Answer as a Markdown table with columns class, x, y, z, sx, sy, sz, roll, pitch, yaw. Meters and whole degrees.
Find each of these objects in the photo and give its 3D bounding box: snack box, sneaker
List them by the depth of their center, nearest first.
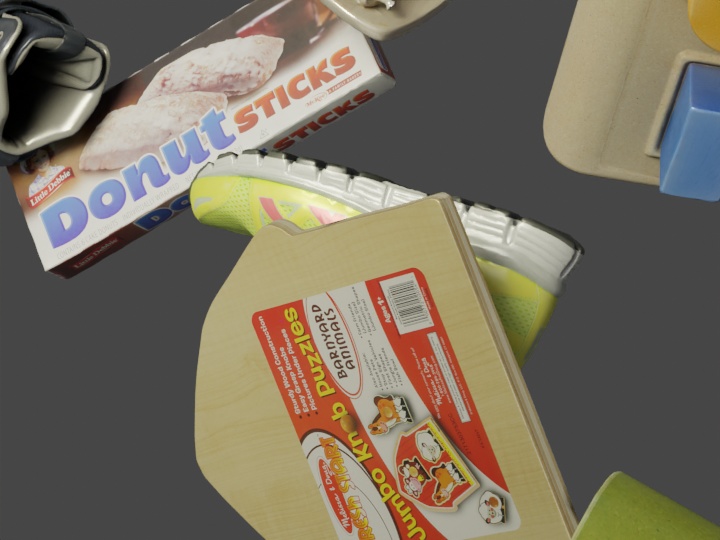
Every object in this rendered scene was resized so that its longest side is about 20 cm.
| class | x | y | z | sx | sy | sz | roll | pitch | yaw |
| --- | --- | --- | --- | --- | --- | --- | --- | --- | --- |
| sneaker | 0.000 | 0.000 | 1.248 | 0.200 | 0.078 | 0.090 | 16 | 91 | 28 |
| snack box | -0.082 | -0.074 | 1.330 | 0.200 | 0.024 | 0.072 | -30 | 67 | 15 |
| sneaker | -0.180 | -0.150 | 1.342 | 0.146 | 0.077 | 0.203 | 7 | 88 | 48 |

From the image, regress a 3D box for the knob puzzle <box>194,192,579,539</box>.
| class | x | y | z | sx | sy | sz | roll | pitch | yaw |
| --- | --- | --- | --- | --- | --- | --- | --- | --- | --- |
| knob puzzle | 0.002 | 0.067 | 1.219 | 0.219 | 0.030 | 0.220 | 17 | 119 | 32 |

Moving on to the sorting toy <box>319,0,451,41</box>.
| class | x | y | z | sx | sy | sz | roll | pitch | yaw |
| --- | --- | --- | --- | --- | --- | --- | --- | --- | --- |
| sorting toy | 0.006 | -0.238 | 1.258 | 0.180 | 0.107 | 0.200 | 36 | 105 | 15 |

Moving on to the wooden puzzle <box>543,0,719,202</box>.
| class | x | y | z | sx | sy | sz | roll | pitch | yaw |
| --- | --- | --- | --- | --- | --- | --- | --- | --- | --- |
| wooden puzzle | 0.186 | -0.082 | 1.096 | 0.200 | 0.185 | 0.046 | 13 | 49 | -1 |

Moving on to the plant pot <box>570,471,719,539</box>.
| class | x | y | z | sx | sy | sz | roll | pitch | yaw |
| --- | --- | --- | --- | --- | --- | --- | --- | --- | --- |
| plant pot | 0.163 | 0.205 | 1.083 | 0.200 | 0.187 | 0.187 | 21 | 86 | 12 |
